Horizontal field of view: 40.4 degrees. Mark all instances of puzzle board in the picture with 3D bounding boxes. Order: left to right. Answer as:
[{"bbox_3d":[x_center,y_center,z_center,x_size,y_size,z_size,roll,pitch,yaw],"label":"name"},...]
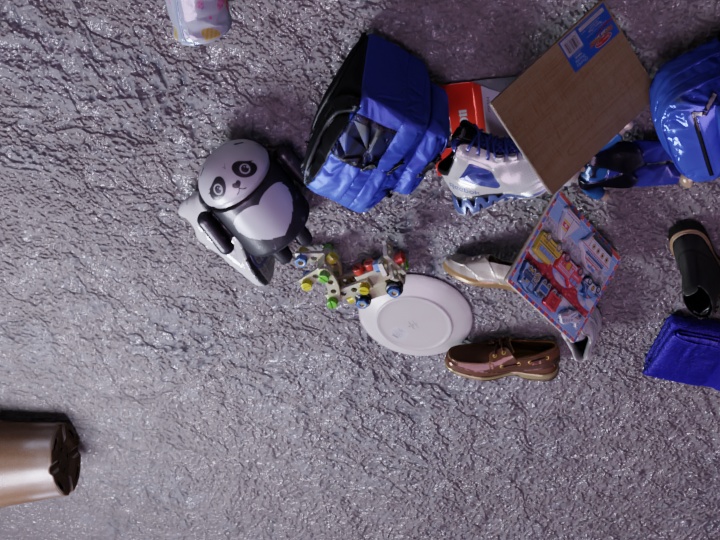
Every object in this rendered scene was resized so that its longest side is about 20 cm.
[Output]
[{"bbox_3d":[0.304,-0.002,1.436,0.199,0.152,0.017,38,171,-40],"label":"puzzle board"},{"bbox_3d":[0.272,-0.219,1.243,0.200,0.017,0.151,-43,112,-7],"label":"puzzle board"}]

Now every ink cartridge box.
[{"bbox_3d":[0.193,-0.188,1.363,0.197,0.048,0.161,-3,134,12],"label":"ink cartridge box"}]

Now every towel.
[{"bbox_3d":[0.580,0.147,1.606,0.197,0.050,0.149,12,134,1],"label":"towel"}]

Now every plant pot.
[{"bbox_3d":[-0.705,0.403,2.048,0.195,0.202,0.202,-5,134,6],"label":"plant pot"}]

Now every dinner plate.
[{"bbox_3d":[0.092,0.085,1.671,0.197,0.024,0.202,7,135,7],"label":"dinner plate"}]

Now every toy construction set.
[{"bbox_3d":[0.000,0.000,1.567,0.198,0.093,0.132,-9,132,35],"label":"toy construction set"}]

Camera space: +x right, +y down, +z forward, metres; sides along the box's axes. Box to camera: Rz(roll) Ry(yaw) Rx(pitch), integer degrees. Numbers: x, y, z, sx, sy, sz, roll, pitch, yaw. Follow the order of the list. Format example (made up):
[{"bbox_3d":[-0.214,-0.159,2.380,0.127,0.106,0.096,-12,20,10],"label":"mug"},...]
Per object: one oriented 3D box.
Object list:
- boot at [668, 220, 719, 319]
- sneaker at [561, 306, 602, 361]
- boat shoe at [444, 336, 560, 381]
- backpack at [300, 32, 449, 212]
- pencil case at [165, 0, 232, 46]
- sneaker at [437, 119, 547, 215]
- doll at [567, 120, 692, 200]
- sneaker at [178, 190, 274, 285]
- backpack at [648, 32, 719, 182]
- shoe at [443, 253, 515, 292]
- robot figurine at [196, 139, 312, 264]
[{"bbox_3d":[0.518,0.042,1.453,0.077,0.140,0.200,-29,124,33],"label":"boot"},{"bbox_3d":[0.339,0.060,1.547,0.074,0.088,0.201,-13,129,26],"label":"sneaker"},{"bbox_3d":[0.242,0.142,1.665,0.197,0.073,0.068,2,130,2],"label":"boat shoe"},{"bbox_3d":[0.016,-0.175,1.321,0.166,0.164,0.200,28,132,-14],"label":"backpack"},{"bbox_3d":[-0.219,-0.386,1.229,0.082,0.092,0.202,1,135,11],"label":"pencil case"},{"bbox_3d":[0.182,-0.152,1.318,0.198,0.081,0.115,-20,128,34],"label":"sneaker"},{"bbox_3d":[0.358,-0.148,1.339,0.196,0.049,0.138,-4,134,-4],"label":"doll"},{"bbox_3d":[-0.210,-0.054,1.569,0.086,0.075,0.201,-11,126,39],"label":"sneaker"},{"bbox_3d":[0.462,-0.203,1.202,0.197,0.169,0.164,-18,122,19],"label":"backpack"},{"bbox_3d":[0.222,0.000,1.516,0.198,0.070,0.054,17,110,25],"label":"shoe"},{"bbox_3d":[-0.154,-0.102,1.467,0.124,0.151,0.201,-6,135,40],"label":"robot figurine"}]
